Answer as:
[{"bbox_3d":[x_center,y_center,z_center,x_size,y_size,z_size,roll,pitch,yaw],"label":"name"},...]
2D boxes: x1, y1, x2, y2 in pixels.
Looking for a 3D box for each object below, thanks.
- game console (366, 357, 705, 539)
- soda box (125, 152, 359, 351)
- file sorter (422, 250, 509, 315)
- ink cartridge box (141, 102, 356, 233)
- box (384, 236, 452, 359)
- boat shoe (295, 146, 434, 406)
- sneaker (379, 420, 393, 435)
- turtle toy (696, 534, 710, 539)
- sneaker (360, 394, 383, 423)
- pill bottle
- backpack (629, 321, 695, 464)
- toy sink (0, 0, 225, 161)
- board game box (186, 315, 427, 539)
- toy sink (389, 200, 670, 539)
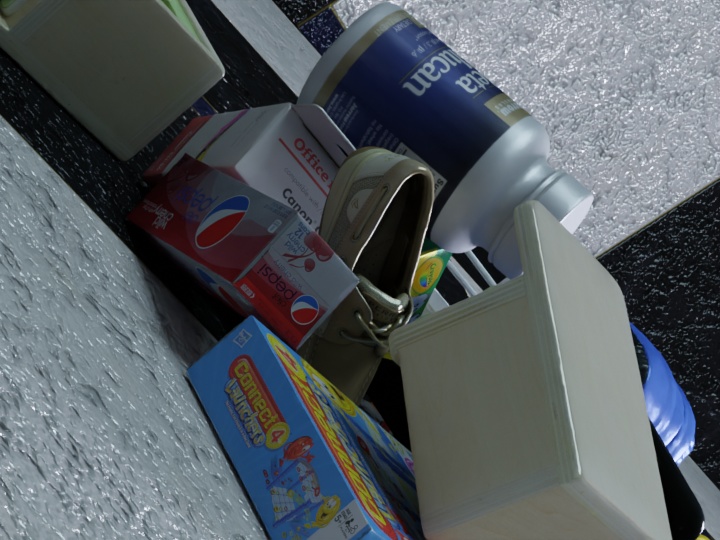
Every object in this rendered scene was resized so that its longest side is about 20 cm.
[{"bbox_3d":[0.113,0.117,1.634,0.201,0.175,0.117,57,11,-22],"label":"game console"},{"bbox_3d":[-0.080,-0.015,1.552,0.070,0.063,0.200,47,-9,-26],"label":"soda box"},{"bbox_3d":[0.050,-0.005,1.935,0.139,0.124,0.200,51,-22,8],"label":"file sorter"},{"bbox_3d":[-0.061,-0.051,1.691,0.117,0.068,0.200,49,-22,-19],"label":"ink cartridge box"},{"bbox_3d":[0.000,0.000,1.774,0.118,0.048,0.200,59,-33,24],"label":"box"},{"bbox_3d":[-0.001,0.021,1.560,0.072,0.201,0.065,16,3,-36],"label":"boat shoe"},{"bbox_3d":[0.097,0.177,1.753,0.200,0.078,0.082,39,-12,-18],"label":"sneaker"},{"bbox_3d":[0.199,0.250,1.682,0.101,0.200,0.147,21,54,-27],"label":"turtle toy"},{"bbox_3d":[0.031,0.102,1.870,0.200,0.075,0.092,53,-9,21],"label":"sneaker"},{"bbox_3d":[0.061,-0.084,1.656,0.200,0.111,0.111,40,6,11],"label":"pill bottle"},{"bbox_3d":[0.180,0.139,2.002,0.168,0.200,0.163,44,9,-38],"label":"backpack"},{"bbox_3d":[-0.207,-0.202,1.732,0.200,0.112,0.131,45,9,-35],"label":"toy sink"},{"bbox_3d":[0.001,0.149,1.442,0.196,0.056,0.200,43,10,-44],"label":"board game box"},{"bbox_3d":[0.098,0.083,1.447,0.130,0.111,0.201,41,34,-48],"label":"toy sink"}]
